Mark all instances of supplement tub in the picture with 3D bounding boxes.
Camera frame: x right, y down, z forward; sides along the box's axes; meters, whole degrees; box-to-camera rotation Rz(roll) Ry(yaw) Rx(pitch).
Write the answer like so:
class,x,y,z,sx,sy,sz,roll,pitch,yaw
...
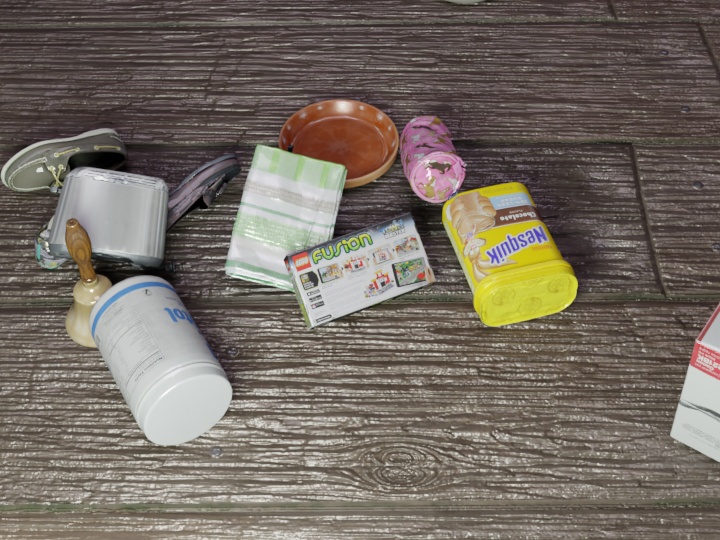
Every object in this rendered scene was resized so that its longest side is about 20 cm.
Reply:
class,x,y,z,sx,sy,sz,roll,pitch,yaw
supplement tub,-0.267,0.115,1.435,0.131,0.133,0.200,-25,53,-20

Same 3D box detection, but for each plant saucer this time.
class,x,y,z,sx,sy,sz,roll,pitch,yaw
plant saucer,-0.036,-0.205,1.778,0.197,0.033,0.202,0,49,0

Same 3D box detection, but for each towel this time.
class,x,y,z,sx,sy,sz,roll,pitch,yaw
towel,-0.107,-0.075,1.586,0.147,0.031,0.203,14,79,-6

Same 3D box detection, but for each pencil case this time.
class,x,y,z,sx,sy,sz,roll,pitch,yaw
pencil case,0.109,-0.176,1.676,0.086,0.083,0.201,23,21,-15

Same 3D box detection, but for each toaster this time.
class,x,y,z,sx,sy,sz,roll,pitch,yaw
toaster,-0.354,-0.073,1.573,0.197,0.114,0.131,8,86,-11

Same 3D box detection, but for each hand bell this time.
class,x,y,z,sx,sy,sz,roll,pitch,yaw
hand bell,-0.377,0.003,1.489,0.102,0.201,0.105,-1,48,1

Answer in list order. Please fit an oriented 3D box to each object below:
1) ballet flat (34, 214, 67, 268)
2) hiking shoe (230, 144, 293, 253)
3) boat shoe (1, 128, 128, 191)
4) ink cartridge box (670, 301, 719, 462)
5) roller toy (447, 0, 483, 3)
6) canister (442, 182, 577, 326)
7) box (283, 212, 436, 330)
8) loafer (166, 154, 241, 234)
class,x,y,z,sx,sy,sz,roll,pitch,yaw
ballet flat,-0.425,-0.087,1.656,0.071,0.073,0.201,23,53,20
hiking shoe,-0.148,-0.101,1.642,0.075,0.101,0.201,12,49,14
boat shoe,-0.470,-0.169,1.726,0.200,0.073,0.060,-22,47,-22
ink cartridge box,0.473,0.124,1.371,0.083,0.202,0.144,26,53,26
roller toy,0.200,-0.612,2.057,0.180,0.141,0.201,-18,51,-14
canister,0.212,-0.029,1.584,0.146,0.087,0.201,-12,48,-8
box,0.000,0.000,1.560,0.198,0.035,0.111,-19,84,-16
loafer,-0.262,-0.105,1.681,0.199,0.072,0.063,-34,75,-18
